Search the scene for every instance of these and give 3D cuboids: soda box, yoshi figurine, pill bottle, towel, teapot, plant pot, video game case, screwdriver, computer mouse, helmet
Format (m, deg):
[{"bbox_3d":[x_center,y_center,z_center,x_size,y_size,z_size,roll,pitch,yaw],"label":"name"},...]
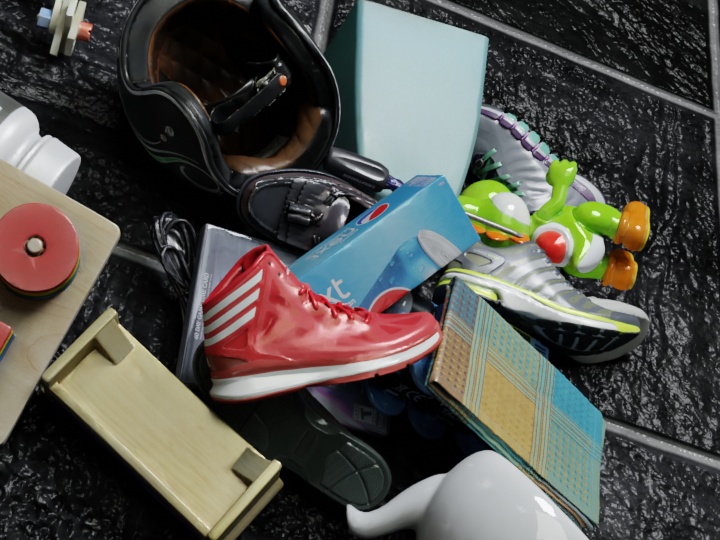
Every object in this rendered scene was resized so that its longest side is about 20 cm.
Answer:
[{"bbox_3d":[0.000,0.000,1.358,0.199,0.064,0.068,-36,104,-14],"label":"soda box"},{"bbox_3d":[0.175,-0.047,1.567,0.198,0.112,0.114,11,74,-5],"label":"yoshi figurine"},{"bbox_3d":[-0.344,-0.110,1.346,0.199,0.114,0.114,32,46,-2],"label":"pill bottle"},{"bbox_3d":[0.135,0.113,1.362,0.200,0.022,0.147,42,34,-18],"label":"towel"},{"bbox_3d":[0.112,0.256,1.280,0.146,0.200,0.198,-43,123,-8],"label":"teapot"},{"bbox_3d":[0.032,-0.124,1.546,0.140,0.141,0.202,13,61,-18],"label":"plant pot"},{"bbox_3d":[-0.057,0.054,1.396,0.198,0.019,0.145,17,67,-23],"label":"video game case"},{"bbox_3d":[0.057,-0.063,1.450,0.198,0.029,0.028,26,17,-12],"label":"screwdriver"},{"bbox_3d":[-0.090,-0.004,1.438,0.198,0.053,0.140,-19,83,-30],"label":"computer mouse"},{"bbox_3d":[-0.127,-0.170,1.453,0.198,0.202,0.190,-12,35,-34],"label":"helmet"}]

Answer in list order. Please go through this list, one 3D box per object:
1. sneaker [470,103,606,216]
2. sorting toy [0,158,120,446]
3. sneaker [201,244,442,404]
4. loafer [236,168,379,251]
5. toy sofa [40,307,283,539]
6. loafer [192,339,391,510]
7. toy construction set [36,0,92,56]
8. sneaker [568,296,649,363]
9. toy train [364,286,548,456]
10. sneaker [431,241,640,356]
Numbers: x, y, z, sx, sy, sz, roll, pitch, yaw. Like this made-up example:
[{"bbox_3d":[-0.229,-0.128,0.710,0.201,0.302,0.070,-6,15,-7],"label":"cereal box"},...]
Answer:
[{"bbox_3d":[0.158,-0.091,1.630,0.199,0.075,0.088,34,51,-1],"label":"sneaker"},{"bbox_3d":[-0.318,0.001,1.238,0.199,0.070,0.200,29,78,-4],"label":"sorting toy"},{"bbox_3d":[-0.032,0.031,1.275,0.198,0.078,0.117,-13,97,-22],"label":"sneaker"},{"bbox_3d":[-0.011,-0.041,1.412,0.198,0.073,0.063,16,4,-24],"label":"loafer"},{"bbox_3d":[-0.160,0.133,1.286,0.200,0.098,0.083,42,71,7],"label":"toy sofa"},{"bbox_3d":[-0.061,0.127,1.337,0.200,0.063,0.072,41,90,-6],"label":"loafer"},{"bbox_3d":[-0.334,-0.286,1.505,0.199,0.093,0.131,29,21,-15],"label":"toy construction set"},{"bbox_3d":[0.187,0.036,1.550,0.198,0.076,0.089,3,42,-24],"label":"sneaker"},{"bbox_3d":[0.082,0.087,1.413,0.199,0.086,0.115,29,51,-30],"label":"toy train"},{"bbox_3d":[0.167,0.018,1.461,0.198,0.074,0.082,19,65,-11],"label":"sneaker"}]
